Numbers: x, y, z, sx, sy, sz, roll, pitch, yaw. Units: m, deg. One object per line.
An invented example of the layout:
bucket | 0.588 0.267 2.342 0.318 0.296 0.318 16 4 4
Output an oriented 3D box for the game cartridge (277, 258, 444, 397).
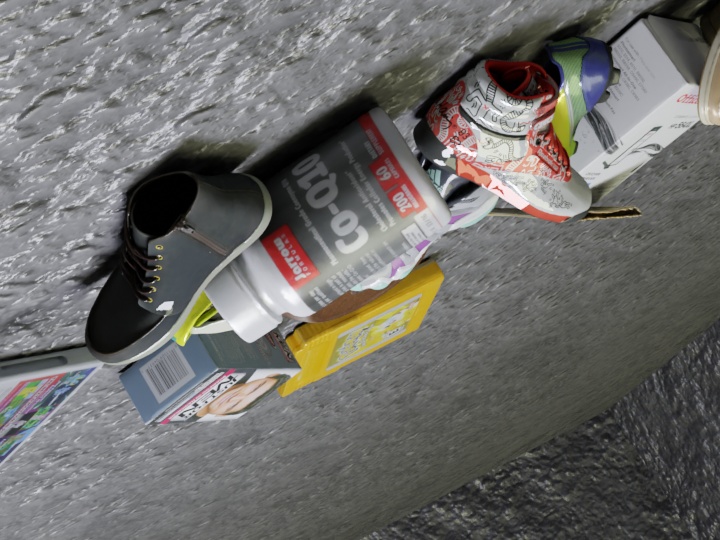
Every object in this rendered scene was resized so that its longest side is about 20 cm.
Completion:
game cartridge | -0.005 0.072 1.767 0.199 0.033 0.176 -28 164 -19

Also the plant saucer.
plant saucer | 0.000 0.000 1.548 0.200 0.037 0.201 -29 164 -9

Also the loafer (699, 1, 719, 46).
loafer | 0.432 -0.261 1.516 0.199 0.076 0.067 -21 167 -36

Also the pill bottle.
pill bottle | -0.035 -0.034 1.223 0.200 0.114 0.114 -34 165 5

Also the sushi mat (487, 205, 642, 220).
sushi mat | 0.206 -0.062 1.583 0.095 0.012 0.200 -6 -174 -20

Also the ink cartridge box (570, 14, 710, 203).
ink cartridge box | 0.257 -0.154 1.485 0.200 0.085 0.146 -40 163 30

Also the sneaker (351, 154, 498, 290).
sneaker | 0.056 -0.068 1.391 0.200 0.078 0.140 -37 166 -19

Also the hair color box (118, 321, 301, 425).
hair color box | -0.149 0.105 1.529 0.099 0.061 0.200 -37 165 16

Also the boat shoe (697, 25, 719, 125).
boat shoe | 0.382 -0.222 1.397 0.201 0.069 0.074 -63 149 -3

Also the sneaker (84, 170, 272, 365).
sneaker | -0.167 -0.007 1.149 0.200 0.075 0.106 -47 156 17

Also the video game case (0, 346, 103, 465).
video game case | -0.346 0.138 1.320 0.200 0.023 0.182 -42 162 29

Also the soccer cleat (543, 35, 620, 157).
soccer cleat | 0.168 -0.139 1.382 0.083 0.065 0.201 2 140 -20

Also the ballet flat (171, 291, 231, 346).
ballet flat | -0.093 0.007 1.326 0.199 0.067 0.067 -27 163 -20

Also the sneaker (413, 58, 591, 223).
sneaker | 0.154 -0.115 1.310 0.201 0.067 0.108 21 128 -30
